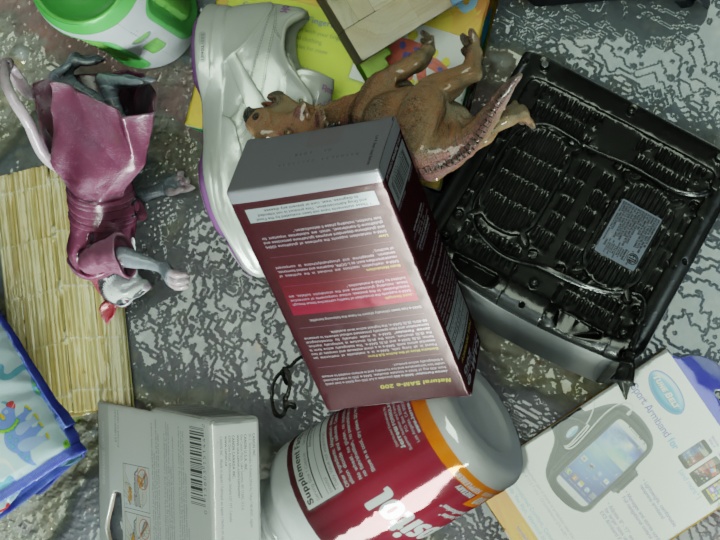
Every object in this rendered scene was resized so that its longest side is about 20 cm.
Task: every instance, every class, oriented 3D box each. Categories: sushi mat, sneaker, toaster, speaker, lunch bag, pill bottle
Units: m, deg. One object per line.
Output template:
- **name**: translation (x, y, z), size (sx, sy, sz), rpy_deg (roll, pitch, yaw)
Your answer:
- **sushi mat**: translation (-0.232, 0.016, 1.421), size (0.096, 0.012, 0.200), rpy_deg (-6, 88, 8)
- **sneaker**: translation (-0.066, -0.096, 1.296), size (0.100, 0.075, 0.200), rpy_deg (-6, 90, 10)
- **toaster**: translation (0.151, -0.027, 1.301), size (0.181, 0.119, 0.200), rpy_deg (28, 78, 9)
- **speaker**: translation (-0.177, -0.199, 1.324), size (0.088, 0.200, 0.088), rpy_deg (0, 88, 8)
- **lunch bag**: translation (-0.325, 0.120, 1.376), size (0.200, 0.127, 0.170), rpy_deg (-35, 84, 16)
- **pill bottle**: translation (0.009, 0.152, 1.324), size (0.200, 0.113, 0.113), rpy_deg (-34, 84, 21)

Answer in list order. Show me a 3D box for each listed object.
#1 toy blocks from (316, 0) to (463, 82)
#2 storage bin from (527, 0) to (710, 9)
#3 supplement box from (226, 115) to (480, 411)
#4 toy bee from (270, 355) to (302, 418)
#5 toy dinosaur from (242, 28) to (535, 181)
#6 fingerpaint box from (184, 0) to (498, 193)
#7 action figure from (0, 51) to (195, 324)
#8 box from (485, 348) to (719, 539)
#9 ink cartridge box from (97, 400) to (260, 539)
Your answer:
- **toy blocks**: translation (0.018, -0.246, 1.285), size (0.137, 0.100, 0.200), rpy_deg (-31, 95, -4)
- **storage bin**: translation (0.164, -0.257, 1.287), size (0.134, 0.200, 0.146), rpy_deg (-7, 88, 17)
- **supplement box**: translation (0.000, 0.000, 1.208), size (0.109, 0.061, 0.200), rpy_deg (-7, 128, 20)
- **toy bee**: translation (0.005, 0.014, 1.353), size (0.109, 0.200, 0.131), rpy_deg (4, 52, -18)
- **toy dinosaur**: translation (0.028, -0.092, 1.220), size (0.136, 0.200, 0.086), rpy_deg (-42, 121, -28)
- **fingerpaint box**: translation (-0.011, -0.162, 1.364), size (0.200, 0.073, 0.167), rpy_deg (14, 91, 8)
- **action figure**: translation (-0.197, -0.052, 1.348), size (0.149, 0.134, 0.200), rpy_deg (1, 110, -6)
- **box**: translation (0.197, 0.148, 1.344), size (0.200, 0.041, 0.119), rpy_deg (-34, 84, 4)
- **ink cartridge box**: translation (-0.136, 0.199, 1.352), size (0.045, 0.176, 0.200), rpy_deg (-3, 93, -34)
